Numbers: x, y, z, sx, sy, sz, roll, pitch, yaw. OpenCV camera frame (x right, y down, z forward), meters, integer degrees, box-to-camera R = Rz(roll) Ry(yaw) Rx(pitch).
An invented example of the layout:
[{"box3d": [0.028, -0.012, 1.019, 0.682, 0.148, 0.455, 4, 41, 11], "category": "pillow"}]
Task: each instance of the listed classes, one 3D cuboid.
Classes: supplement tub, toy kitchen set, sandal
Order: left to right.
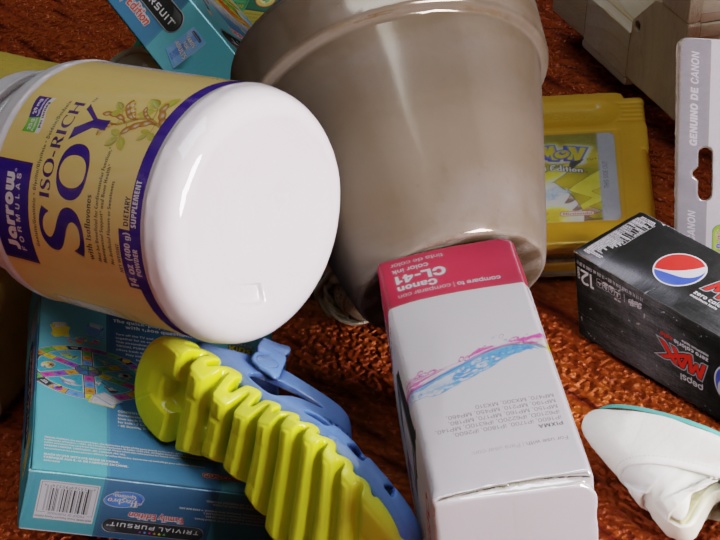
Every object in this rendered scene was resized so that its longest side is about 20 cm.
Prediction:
[{"box3d": [-0.127, -0.045, 1.027, 0.199, 0.146, 0.145, 12, 40, 38], "category": "supplement tub"}, {"box3d": [-0.033, 0.094, 0.983, 0.087, 0.080, 0.200, -12, 43, -45], "category": "sandal"}, {"box3d": [0.268, -0.242, 1.345, 0.162, 0.181, 0.200, -11, 35, -19], "category": "toy kitchen set"}]

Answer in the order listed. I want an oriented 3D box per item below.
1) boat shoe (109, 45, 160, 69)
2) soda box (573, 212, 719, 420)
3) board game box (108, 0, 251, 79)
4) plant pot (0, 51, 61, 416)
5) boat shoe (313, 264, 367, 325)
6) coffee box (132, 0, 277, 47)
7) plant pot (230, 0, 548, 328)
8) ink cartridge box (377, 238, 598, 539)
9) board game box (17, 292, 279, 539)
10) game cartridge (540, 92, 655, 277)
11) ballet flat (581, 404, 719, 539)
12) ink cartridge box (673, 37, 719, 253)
[{"box3d": [-0.134, -0.057, 1.252, 0.074, 0.066, 0.200, -22, 70, 6], "category": "boat shoe"}, {"box3d": [0.221, 0.041, 1.081, 0.063, 0.071, 0.200, -30, 42, -26], "category": "soda box"}, {"box3d": [-0.113, -0.168, 1.242, 0.047, 0.151, 0.200, -44, 65, 9], "category": "board game box"}, {"box3d": [-0.271, -0.053, 1.203, 0.195, 0.195, 0.200, 15, 37, 27], "category": "plant pot"}, {"box3d": [0.000, 0.000, 1.178, 0.199, 0.072, 0.065, 18, 42, 22], "category": "boat shoe"}, {"box3d": [-0.121, -0.146, 1.361, 0.122, 0.044, 0.201, 9, 60, 21], "category": "coffee box"}, {"box3d": [0.033, -0.066, 1.085, 0.199, 0.200, 0.174, -11, 62, -5], "category": "plant pot"}, {"box3d": [0.068, 0.101, 0.965, 0.085, 0.148, 0.200, -8, 36, -1], "category": "ink cartridge box"}, {"box3d": [-0.125, 0.078, 1.074, 0.150, 0.047, 0.200, 9, 34, -14], "category": "board game box"}, {"box3d": [0.119, -0.065, 1.274, 0.175, 0.033, 0.201, -2, 38, 7], "category": "game cartridge"}, {"box3d": [0.206, 0.127, 0.985, 0.199, 0.070, 0.069, 15, 42, 25], "category": "ballet flat"}, {"box3d": [0.287, -0.078, 1.119, 0.174, 0.201, 0.084, 5, 37, 14], "category": "ink cartridge box"}]
